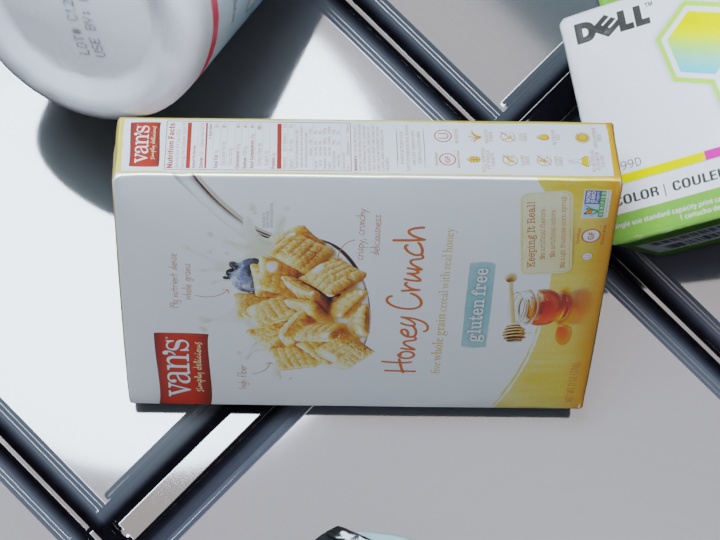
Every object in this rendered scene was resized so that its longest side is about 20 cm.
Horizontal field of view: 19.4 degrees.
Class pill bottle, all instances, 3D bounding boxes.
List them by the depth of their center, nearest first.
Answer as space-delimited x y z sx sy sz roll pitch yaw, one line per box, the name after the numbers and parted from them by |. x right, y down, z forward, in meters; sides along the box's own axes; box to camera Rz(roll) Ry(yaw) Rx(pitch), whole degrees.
-0.072 -0.159 0.874 0.109 0.109 0.200 31 46 3 | pill bottle

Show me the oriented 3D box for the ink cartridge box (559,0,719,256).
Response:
0.161 -0.121 0.902 0.148 0.076 0.200 -16 81 21 | ink cartridge box

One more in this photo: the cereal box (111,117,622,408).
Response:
0.000 0.000 0.870 0.200 0.144 0.040 0 48 -2 | cereal box

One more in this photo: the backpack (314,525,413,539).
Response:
0.034 0.194 0.844 0.200 0.127 0.167 31 69 4 | backpack
